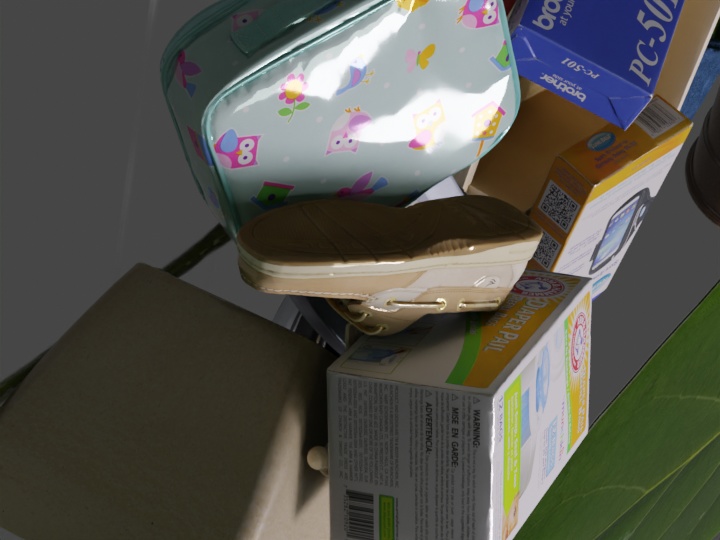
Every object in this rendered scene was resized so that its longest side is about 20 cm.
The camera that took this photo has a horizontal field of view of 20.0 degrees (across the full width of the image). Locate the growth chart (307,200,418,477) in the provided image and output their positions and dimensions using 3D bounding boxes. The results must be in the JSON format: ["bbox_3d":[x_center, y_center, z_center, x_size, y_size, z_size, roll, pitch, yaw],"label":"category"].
[{"bbox_3d":[0.013,0.042,1.239,0.145,0.018,0.201,55,46,-62],"label":"growth chart"}]

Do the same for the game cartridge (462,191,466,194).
[{"bbox_3d":[0.108,-0.037,1.588,0.133,0.041,0.201,-29,149,-36],"label":"game cartridge"}]

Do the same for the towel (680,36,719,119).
[{"bbox_3d":[0.231,-0.112,1.690,0.201,0.048,0.111,-59,157,16],"label":"towel"}]

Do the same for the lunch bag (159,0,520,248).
[{"bbox_3d":[-0.008,-0.108,1.149,0.199,0.077,0.161,-31,137,-11],"label":"lunch bag"}]

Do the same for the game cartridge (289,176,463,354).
[{"bbox_3d":[0.009,-0.020,1.328,0.133,0.041,0.200,-42,128,-13],"label":"game cartridge"}]

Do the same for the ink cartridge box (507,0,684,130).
[{"bbox_3d":[0.158,-0.191,1.271,0.201,0.094,0.044,-67,-173,-33],"label":"ink cartridge box"}]

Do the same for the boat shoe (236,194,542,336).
[{"bbox_3d":[0.015,0.003,1.148,0.199,0.074,0.070,-3,122,-34],"label":"boat shoe"}]

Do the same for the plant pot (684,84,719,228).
[{"bbox_3d":[0.397,-0.151,1.781,0.200,0.200,0.199,-34,144,-35],"label":"plant pot"}]

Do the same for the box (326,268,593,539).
[{"bbox_3d":[0.063,0.079,1.217,0.200,0.101,0.113,-40,133,-61],"label":"box"}]

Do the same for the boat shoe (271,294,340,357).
[{"bbox_3d":[0.000,0.000,1.398,0.070,0.066,0.201,-8,132,-59],"label":"boat shoe"}]

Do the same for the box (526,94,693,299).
[{"bbox_3d":[0.155,-0.025,1.457,0.119,0.041,0.201,-31,156,-39],"label":"box"}]

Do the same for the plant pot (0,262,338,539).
[{"bbox_3d":[-0.098,0.111,1.244,0.178,0.199,0.200,-65,158,-7],"label":"plant pot"}]

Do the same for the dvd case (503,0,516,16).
[{"bbox_3d":[0.014,-0.138,1.214,0.145,0.022,0.201,13,114,-41],"label":"dvd case"}]

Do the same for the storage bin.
[{"bbox_3d":[0.157,-0.159,1.422,0.198,0.094,0.201,-31,150,-41],"label":"storage bin"}]
